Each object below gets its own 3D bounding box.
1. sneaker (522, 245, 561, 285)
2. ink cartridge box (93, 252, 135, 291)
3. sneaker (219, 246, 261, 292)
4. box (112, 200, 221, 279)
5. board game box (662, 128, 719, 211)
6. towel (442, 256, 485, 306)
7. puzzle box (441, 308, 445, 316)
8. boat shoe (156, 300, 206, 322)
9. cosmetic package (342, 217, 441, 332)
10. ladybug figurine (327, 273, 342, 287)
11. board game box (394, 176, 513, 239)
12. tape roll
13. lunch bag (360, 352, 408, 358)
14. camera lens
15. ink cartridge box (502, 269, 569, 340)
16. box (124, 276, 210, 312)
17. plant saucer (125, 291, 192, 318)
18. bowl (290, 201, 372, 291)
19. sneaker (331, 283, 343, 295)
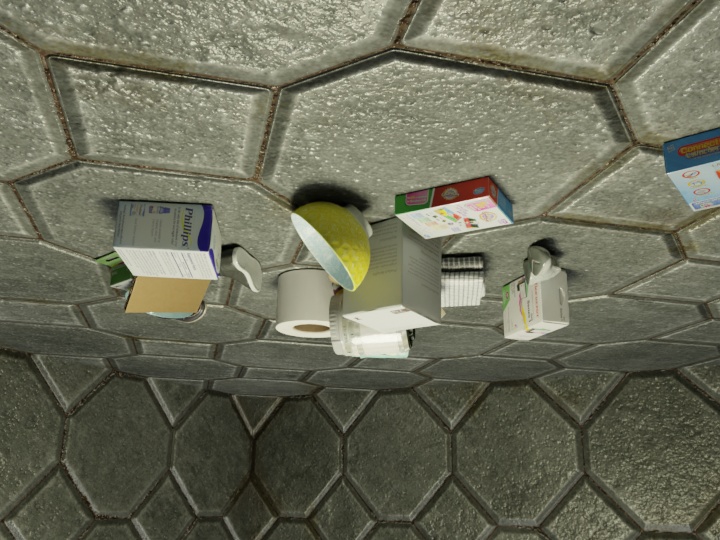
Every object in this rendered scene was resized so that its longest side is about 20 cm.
[{"bbox_3d":[0.438,-0.018,1.672,0.078,0.072,0.200,-10,167,4],"label":"sneaker"},{"bbox_3d":[-0.582,0.016,1.825,0.102,0.061,0.198,-13,157,38],"label":"ink cartridge box"},{"bbox_3d":[-0.315,-0.002,1.753,0.097,0.072,0.201,-1,156,13],"label":"sneaker"},{"bbox_3d":[-0.406,-0.062,1.505,0.195,0.107,0.184,3,162,-5],"label":"box"},{"bbox_3d":[0.634,-0.176,1.173,0.197,0.057,0.195,-12,158,35],"label":"board game box"},{"bbox_3d":[0.235,0.026,1.780,0.162,0.087,0.200,-3,160,8],"label":"towel"},{"bbox_3d":[0.137,0.057,1.740,0.025,0.134,0.200,-38,-174,-8],"label":"puzzle box"},{"bbox_3d":[-0.553,0.117,2.117,0.196,0.074,0.062,-3,166,29],"label":"boat shoe"},{"bbox_3d":[0.072,0.015,1.551,0.163,0.204,0.164,-12,157,36],"label":"cosmetic package"},{"bbox_3d":[0.000,0.000,1.721,0.134,0.074,0.199,-13,158,32],"label":"ladybug figurine"},{"bbox_3d":[0.187,-0.120,1.396,0.196,0.041,0.152,-9,160,27],"label":"board game box"},{"bbox_3d":[-0.130,0.092,1.906,0.198,0.142,0.203,1,163,0],"label":"tape roll"},{"bbox_3d":[0.053,0.147,1.964,0.167,0.204,0.122,4,162,-11],"label":"lunch bag"},{"bbox_3d":[0.032,0.126,1.723,0.195,0.163,0.160,-5,162,9],"label":"camera lens"},{"bbox_3d":[0.460,0.091,1.856,0.082,0.148,0.200,6,162,-17],"label":"ink cartridge box"},{"bbox_3d":[-0.496,0.050,1.817,0.197,0.021,0.165,2,135,-35],"label":"box"},{"bbox_3d":[-0.575,0.079,2.024,0.196,0.039,0.202,5,151,3],"label":"plant saucer"},{"bbox_3d":[-0.039,-0.069,1.418,0.107,0.201,0.201,-39,168,-13],"label":"bowl"},{"bbox_3d":[0.021,0.041,1.845,0.196,0.091,0.075,0,143,-26],"label":"sneaker"}]
